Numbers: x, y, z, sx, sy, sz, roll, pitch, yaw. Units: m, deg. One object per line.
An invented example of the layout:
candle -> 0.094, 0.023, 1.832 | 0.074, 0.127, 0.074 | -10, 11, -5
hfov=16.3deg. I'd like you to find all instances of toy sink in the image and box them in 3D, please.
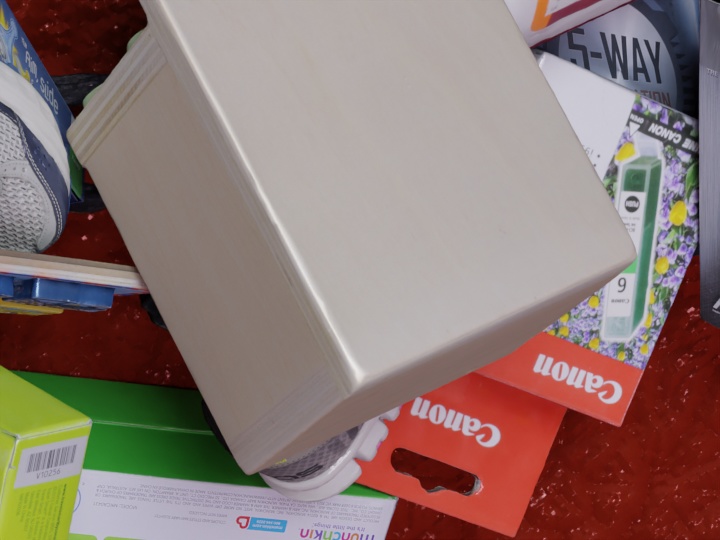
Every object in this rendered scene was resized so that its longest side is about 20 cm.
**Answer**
toy sink -> -0.019, -0.050, 0.907 | 0.130, 0.112, 0.201 | -24, 81, -32

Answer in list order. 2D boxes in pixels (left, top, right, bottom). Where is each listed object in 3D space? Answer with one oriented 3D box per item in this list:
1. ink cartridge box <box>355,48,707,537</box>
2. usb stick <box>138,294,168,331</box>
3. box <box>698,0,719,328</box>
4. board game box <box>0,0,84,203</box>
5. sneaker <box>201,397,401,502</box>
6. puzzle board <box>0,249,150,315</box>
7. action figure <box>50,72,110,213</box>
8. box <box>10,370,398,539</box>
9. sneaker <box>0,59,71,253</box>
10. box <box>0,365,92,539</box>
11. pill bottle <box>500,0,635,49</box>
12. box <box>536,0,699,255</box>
ink cartridge box -> 0.072, 0.014, 1.075 | 0.109, 0.050, 0.201 | 21, 93, -26
usb stick -> -0.007, 0.037, 1.142 | 0.199, 0.033, 0.056 | 26, 110, -28
box -> 0.226, -0.078, 1.093 | 0.200, 0.048, 0.159 | -31, 129, -34
board game box -> -0.197, -0.082, 0.915 | 0.135, 0.035, 0.200 | -10, 144, 11
sneaker -> 0.000, 0.000, 1.001 | 0.200, 0.074, 0.087 | -61, 153, 7
puzzle board -> -0.195, 0.001, 0.929 | 0.199, 0.150, 0.017 | 8, 82, -35
action figure -> -0.058, -0.049, 1.042 | 0.199, 0.102, 0.120 | -3, 97, -15
box -> -0.107, 0.149, 1.122 | 0.199, 0.097, 0.177 | 7, 112, -22
sneaker -> -0.174, -0.045, 0.863 | 0.077, 0.086, 0.200 | -24, 141, 25
box -> -0.201, 0.078, 1.022 | 0.048, 0.200, 0.122 | -9, 119, -49
pill bottle -> 0.088, -0.160, 0.993 | 0.200, 0.114, 0.115 | -27, 124, -35
box -> 0.134, -0.086, 1.126 | 0.199, 0.044, 0.161 | -4, 116, -18
